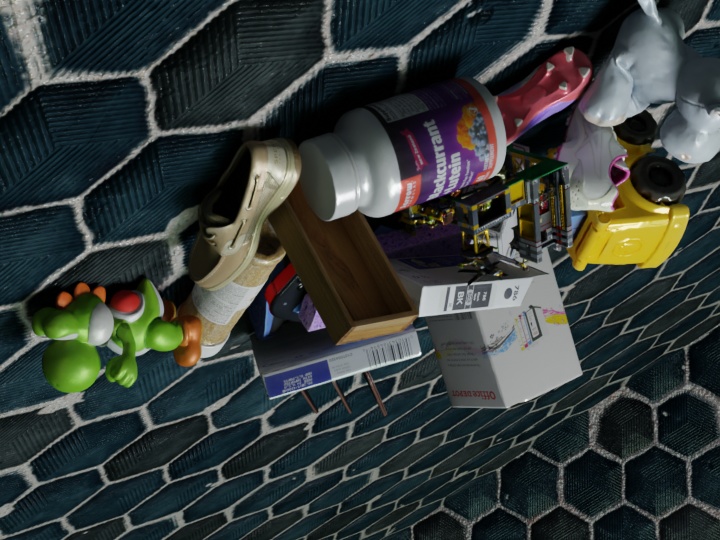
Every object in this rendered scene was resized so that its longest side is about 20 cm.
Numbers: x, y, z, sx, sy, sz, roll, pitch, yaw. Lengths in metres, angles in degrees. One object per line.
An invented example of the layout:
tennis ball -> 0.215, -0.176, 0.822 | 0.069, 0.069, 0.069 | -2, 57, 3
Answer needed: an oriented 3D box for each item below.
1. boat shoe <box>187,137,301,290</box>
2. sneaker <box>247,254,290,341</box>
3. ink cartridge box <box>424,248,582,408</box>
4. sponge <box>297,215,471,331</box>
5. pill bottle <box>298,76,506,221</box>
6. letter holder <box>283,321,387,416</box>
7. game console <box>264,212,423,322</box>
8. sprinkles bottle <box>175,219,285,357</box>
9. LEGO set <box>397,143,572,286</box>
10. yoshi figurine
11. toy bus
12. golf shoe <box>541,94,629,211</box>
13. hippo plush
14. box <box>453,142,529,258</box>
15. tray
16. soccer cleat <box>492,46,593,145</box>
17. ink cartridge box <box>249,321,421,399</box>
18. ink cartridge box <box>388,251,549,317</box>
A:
boat shoe -> -0.133, -0.058, 1.248 | 0.064, 0.072, 0.201 | -1, 137, -41
sneaker -> -0.086, 0.017, 1.472 | 0.077, 0.071, 0.201 | -14, 154, -20
ink cartridge box -> 0.189, 0.074, 1.728 | 0.143, 0.202, 0.147 | -19, -175, -27
sponge -> 0.031, 0.002, 1.410 | 0.198, 0.030, 0.112 | -15, 143, -30
pill bottle -> 0.040, -0.119, 1.264 | 0.198, 0.112, 0.112 | -20, 158, -24
letter holder -> -0.039, 0.150, 1.739 | 0.100, 0.143, 0.200 | -28, 160, -3
game console -> 0.000, 0.000, 1.427 | 0.177, 0.031, 0.199 | -42, 150, 23
sprinkles bottle -> -0.150, 0.019, 1.393 | 0.068, 0.069, 0.200 | -13, 153, -38
LEGO set -> 0.140, -0.052, 1.367 | 0.199, 0.153, 0.117 | -30, 123, -40
yoshi figurine -> -0.268, 0.082, 1.330 | 0.112, 0.113, 0.199 | -34, 157, 32
toy bus -> 0.284, -0.101, 1.551 | 0.189, 0.202, 0.136 | -8, 148, -16
golf shoe -> 0.275, -0.137, 1.459 | 0.076, 0.090, 0.201 | 91, 18, -49
hippo plush -> 0.354, -0.212, 1.355 | 0.159, 0.160, 0.201 | -36, 154, -45
box -> 0.165, -0.070, 1.540 | 0.200, 0.059, 0.118 | 69, 41, -68
tray -> -0.029, -0.023, 1.268 | 0.098, 0.201, 0.037 | -8, 152, -45
soccer cleat -> 0.173, -0.176, 1.388 | 0.199, 0.067, 0.076 | -33, 164, 1
ink cartridge box -> -0.037, 0.094, 1.568 | 0.194, 0.044, 0.200 | -16, -169, -6
ink cartridge box -> 0.107, 0.013, 1.371 | 0.198, 0.099, 0.040 | -5, 109, -39
